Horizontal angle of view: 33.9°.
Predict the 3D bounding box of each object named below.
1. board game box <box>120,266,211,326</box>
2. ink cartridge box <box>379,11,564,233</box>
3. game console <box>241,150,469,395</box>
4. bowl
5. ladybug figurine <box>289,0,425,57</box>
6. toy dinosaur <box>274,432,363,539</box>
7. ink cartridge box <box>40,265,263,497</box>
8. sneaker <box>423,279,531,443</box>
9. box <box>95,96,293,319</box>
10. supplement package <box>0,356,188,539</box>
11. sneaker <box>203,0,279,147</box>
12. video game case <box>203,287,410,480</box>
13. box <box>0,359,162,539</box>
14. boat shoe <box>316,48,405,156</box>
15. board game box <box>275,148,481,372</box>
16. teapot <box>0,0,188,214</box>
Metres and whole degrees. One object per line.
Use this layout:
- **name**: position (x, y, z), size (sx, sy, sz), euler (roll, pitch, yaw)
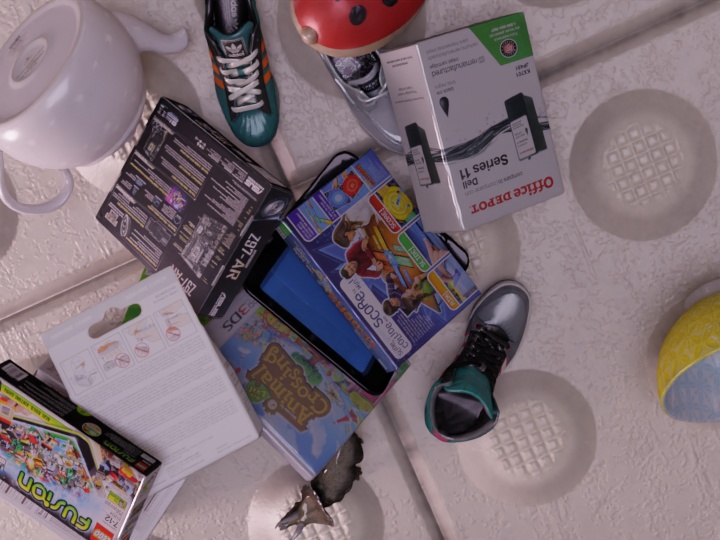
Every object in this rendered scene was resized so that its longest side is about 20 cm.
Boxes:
- **board game box**: position (-0.218, 0.072, 1.307), size (0.094, 0.030, 0.202), euler (18, 58, -2)
- **ink cartridge box**: position (0.120, -0.154, 1.253), size (0.145, 0.083, 0.203), euler (-21, 102, -26)
- **game console**: position (0.000, 0.000, 1.297), size (0.199, 0.116, 0.176), euler (40, 101, -8)
- **bowl**: position (0.408, 0.073, 1.290), size (0.197, 0.201, 0.109), euler (-14, 58, 5)
- **ladybug figurine**: position (0.007, -0.307, 1.224), size (0.135, 0.072, 0.201), euler (39, 71, -7)
- **toy dinosaur**: position (-0.025, 0.216, 1.350), size (0.076, 0.102, 0.202), euler (24, 102, -3)
- **ink cartridge box**: position (-0.215, 0.119, 1.226), size (0.159, 0.047, 0.202), euler (-27, 93, 2)
- **sneaker**: position (0.131, 0.110, 1.313), size (0.083, 0.121, 0.202), euler (27, 101, -3)
- **box**: position (-0.183, -0.069, 1.275), size (0.199, 0.043, 0.161), euler (38, 103, 32)
- **supplement package**: position (-0.297, 0.204, 1.333), size (0.199, 0.152, 0.152), euler (34, 100, -4)
- **sneaker**: position (-0.134, -0.230, 1.276), size (0.070, 0.080, 0.203), euler (-11, 101, 4)
- **video game case**: position (-0.068, 0.098, 1.310), size (0.200, 0.022, 0.182), euler (45, 64, -2)
- **box**: position (-0.307, 0.191, 1.206), size (0.199, 0.035, 0.111), euler (31, 114, 11)
- **boat shoe**: position (0.004, -0.207, 1.280), size (0.070, 0.072, 0.202), euler (-35, 98, 9)
- **board game box**: position (0.020, -0.011, 1.277), size (0.135, 0.034, 0.201), euler (-38, 92, -21)
- **teapot**: position (-0.301, -0.180, 1.262), size (0.198, 0.200, 0.146), euler (-16, 142, 33)
